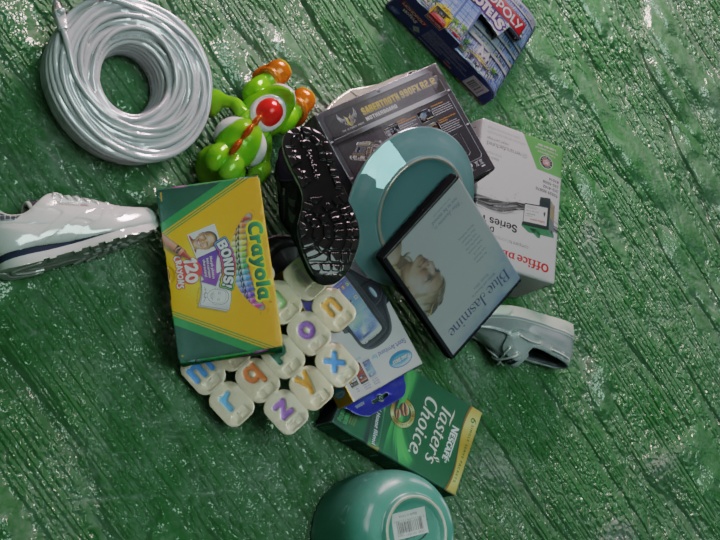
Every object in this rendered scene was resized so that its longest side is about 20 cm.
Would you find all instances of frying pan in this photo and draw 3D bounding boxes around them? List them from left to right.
[{"bbox_3d":[-0.116,-0.001,1.674,0.190,0.031,0.115,22,66,-31],"label":"frying pan"}]

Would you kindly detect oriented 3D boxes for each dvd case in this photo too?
[{"bbox_3d":[0.112,-0.002,1.712,0.143,0.018,0.200,-48,130,-15],"label":"dvd case"}]

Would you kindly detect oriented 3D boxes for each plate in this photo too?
[{"bbox_3d":[0.068,-0.073,1.677,0.200,0.026,0.201,-16,116,-35],"label":"plate"}]

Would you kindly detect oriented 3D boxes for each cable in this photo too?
[{"bbox_3d":[-0.268,-0.217,1.599,0.200,0.069,0.200,5,77,-34],"label":"cable"}]

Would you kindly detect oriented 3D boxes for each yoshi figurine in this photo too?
[{"bbox_3d":[-0.140,-0.162,1.673,0.200,0.112,0.112,-56,151,-45],"label":"yoshi figurine"}]

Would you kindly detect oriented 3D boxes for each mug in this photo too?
[{"bbox_3d":[0.027,0.323,1.633,0.152,0.114,0.185,40,59,-20],"label":"mug"}]

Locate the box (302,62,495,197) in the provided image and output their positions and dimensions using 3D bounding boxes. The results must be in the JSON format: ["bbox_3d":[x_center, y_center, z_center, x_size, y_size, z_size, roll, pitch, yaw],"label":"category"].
[{"bbox_3d":[0.048,-0.151,1.733,0.200,0.048,0.159,-28,86,-29],"label":"box"}]

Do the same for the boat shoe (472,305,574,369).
[{"bbox_3d":[0.205,0.092,1.837,0.201,0.070,0.072,13,68,-33],"label":"boat shoe"}]

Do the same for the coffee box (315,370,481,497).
[{"bbox_3d":[0.051,0.184,1.725,0.200,0.044,0.123,34,61,-22],"label":"coffee box"}]

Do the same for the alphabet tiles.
[{"bbox_3d":[-0.105,0.082,1.605,0.200,0.015,0.196,-43,86,-9],"label":"alphabet tiles"}]

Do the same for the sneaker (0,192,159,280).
[{"bbox_3d":[-0.314,-0.051,1.528,0.200,0.076,0.081,-14,77,-37],"label":"sneaker"}]

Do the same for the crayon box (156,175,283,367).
[{"bbox_3d":[-0.158,0.002,1.578,0.119,0.058,0.200,-8,81,-5],"label":"crayon box"}]

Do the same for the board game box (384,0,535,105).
[{"bbox_3d":[0.162,-0.371,1.928,0.200,0.062,0.200,42,60,-18],"label":"board game box"}]

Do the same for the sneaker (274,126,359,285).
[{"bbox_3d":[-0.056,-0.062,1.633,0.076,0.088,0.200,0,61,-22],"label":"sneaker"}]

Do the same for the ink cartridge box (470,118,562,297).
[{"bbox_3d":[0.187,-0.080,1.858,0.146,0.084,0.200,16,70,-29],"label":"ink cartridge box"}]

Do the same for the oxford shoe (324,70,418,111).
[{"bbox_3d":[0.028,-0.212,1.803,0.200,0.058,0.075,-26,95,-34],"label":"oxford shoe"}]

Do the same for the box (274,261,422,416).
[{"bbox_3d":[-0.010,0.072,1.669,0.119,0.041,0.200,-26,84,-37],"label":"box"}]
